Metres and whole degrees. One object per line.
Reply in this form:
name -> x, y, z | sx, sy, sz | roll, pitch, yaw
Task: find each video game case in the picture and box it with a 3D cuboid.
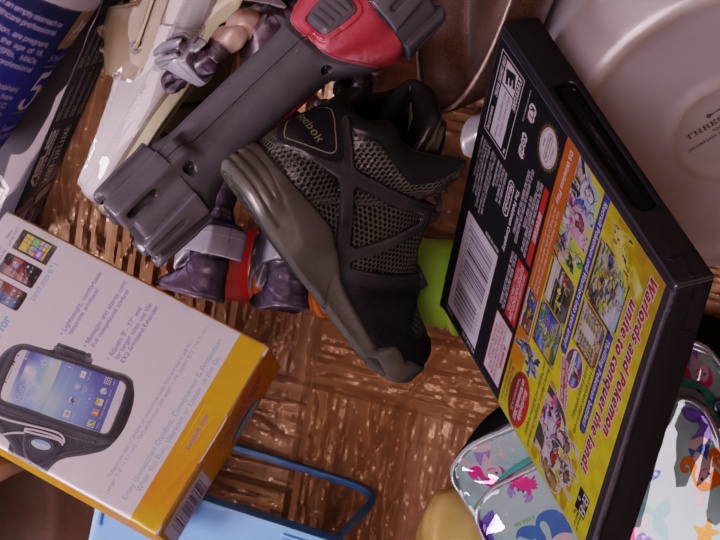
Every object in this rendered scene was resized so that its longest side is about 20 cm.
video game case -> 0.100, 0.010, 1.256 | 0.200, 0.025, 0.181 | 101, 149, -46

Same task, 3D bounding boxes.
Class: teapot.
teapot -> 0.172, -0.112, 1.325 | 0.199, 0.146, 0.198 | 2, 125, -13

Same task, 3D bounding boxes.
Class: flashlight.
flashlight -> -0.047, -0.086, 1.329 | 0.200, 0.068, 0.068 | -45, 112, -6

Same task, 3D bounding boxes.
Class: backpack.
backpack -> 0.163, 0.145, 1.379 | 0.177, 0.151, 0.200 | -28, 97, 18

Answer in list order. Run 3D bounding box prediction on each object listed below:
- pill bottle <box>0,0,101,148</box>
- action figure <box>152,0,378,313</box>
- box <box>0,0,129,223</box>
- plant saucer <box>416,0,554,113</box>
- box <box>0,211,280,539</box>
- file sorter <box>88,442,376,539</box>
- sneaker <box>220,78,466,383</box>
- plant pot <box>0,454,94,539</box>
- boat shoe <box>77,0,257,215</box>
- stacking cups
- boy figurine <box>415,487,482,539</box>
pill bottle -> -0.205, -0.153, 1.384 | 0.120, 0.120, 0.200 | 39, 108, 6
action figure -> -0.054, -0.081, 1.394 | 0.130, 0.069, 0.201 | 11, 92, -21
box -> -0.231, -0.132, 1.485 | 0.157, 0.050, 0.201 | 29, 107, 9
plant saucer -> 0.074, -0.176, 1.323 | 0.032, 0.200, 0.201 | 11, 106, -15
box -> -0.158, 0.054, 1.410 | 0.200, 0.041, 0.119 | 27, 77, 20
file sorter -> -0.081, 0.211, 1.472 | 0.138, 0.123, 0.201 | 16, 105, 13
sneaker -> 0.016, -0.022, 1.331 | 0.114, 0.200, 0.076 | -36, 47, -3
plant pot -> -0.276, 0.159, 1.500 | 0.174, 0.200, 0.201 | 26, 108, 28
boat shoe -> -0.109, -0.127, 1.442 | 0.068, 0.075, 0.200 | 32, 98, 9
stacking cups -> 0.000, 0.000, 1.439 | 0.199, 0.060, 0.061 | 7, 103, 16
boy figurine -> 0.063, 0.220, 1.462 | 0.124, 0.064, 0.201 | -9, 96, 38
